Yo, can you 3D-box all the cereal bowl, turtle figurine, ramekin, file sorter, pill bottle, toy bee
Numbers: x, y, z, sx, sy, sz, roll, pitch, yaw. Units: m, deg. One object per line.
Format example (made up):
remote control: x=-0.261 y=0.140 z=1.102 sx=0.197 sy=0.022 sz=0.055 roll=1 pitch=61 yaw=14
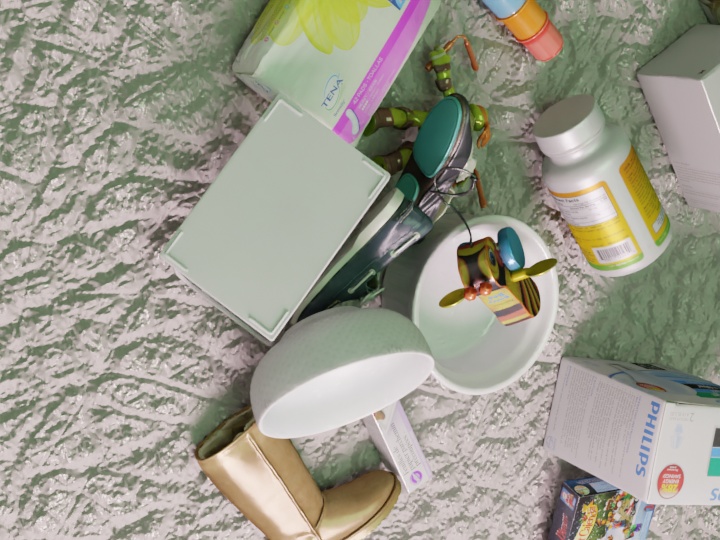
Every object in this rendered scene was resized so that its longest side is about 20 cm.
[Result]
cereal bowl: x=-0.026 y=0.095 z=1.432 sx=0.197 sy=0.200 sz=0.084 roll=-11 pitch=67 yaw=-28
turtle figurine: x=0.085 y=-0.148 z=1.526 sx=0.159 sy=0.064 sz=0.203 roll=-18 pitch=113 yaw=-24
ramekin: x=0.119 y=0.031 z=1.566 sx=0.198 sy=0.097 sz=0.204 roll=-7 pitch=103 yaw=-30
file sorter: x=-0.085 y=-0.044 z=1.394 sx=0.138 sy=0.125 sz=0.201 roll=36 pitch=80 yaw=3
pill bottle: x=0.281 y=-0.102 z=1.625 sx=0.111 sy=0.111 sz=0.201 roll=-41 pitch=117 yaw=-16
toy bee: x=0.127 y=0.005 z=1.443 sx=0.199 sy=0.131 sz=0.110 roll=32 pitch=41 yaw=-25

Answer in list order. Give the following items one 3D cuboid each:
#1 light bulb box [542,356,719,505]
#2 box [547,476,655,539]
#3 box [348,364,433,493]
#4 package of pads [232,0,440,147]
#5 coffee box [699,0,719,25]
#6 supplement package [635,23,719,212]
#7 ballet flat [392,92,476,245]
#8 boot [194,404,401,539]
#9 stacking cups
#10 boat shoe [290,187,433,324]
light bulb box: x=0.366 y=0.195 z=1.686 sx=0.196 sy=0.199 sz=0.127 roll=6 pitch=98 yaw=-31
box: x=0.297 y=0.353 z=1.745 sx=0.135 sy=0.038 sz=0.203 roll=-5 pitch=117 yaw=-30
box: x=0.024 y=0.162 z=1.572 sx=0.038 sy=0.041 sz=0.202 roll=-33 pitch=114 yaw=-20
package of pads: x=-0.026 y=-0.248 z=1.438 sx=0.154 sy=0.068 sz=0.202 roll=35 pitch=82 yaw=-31
coffee box: x=0.515 y=-0.320 z=1.664 sx=0.080 sy=0.199 sz=0.115 roll=-46 pitch=119 yaw=-13
supplement package: x=0.450 y=-0.186 z=1.701 sx=0.119 sy=0.121 sz=0.202 roll=-37 pitch=117 yaw=-18
ballet flat: x=0.080 y=-0.102 z=1.468 sx=0.072 sy=0.073 sz=0.201 roll=9 pitch=126 yaw=-31
boot: x=-0.062 y=0.223 z=1.520 sx=0.175 sy=0.066 sz=0.201 roll=-40 pitch=116 yaw=-18
stacking cups: x=0.160 y=-0.310 z=1.539 sx=0.200 sy=0.060 sz=0.061 roll=42 pitch=79 yaw=-30
boat shoe: x=0.000 y=0.000 z=1.460 sx=0.062 sy=0.075 sz=0.200 roll=38 pitch=113 yaw=-6
